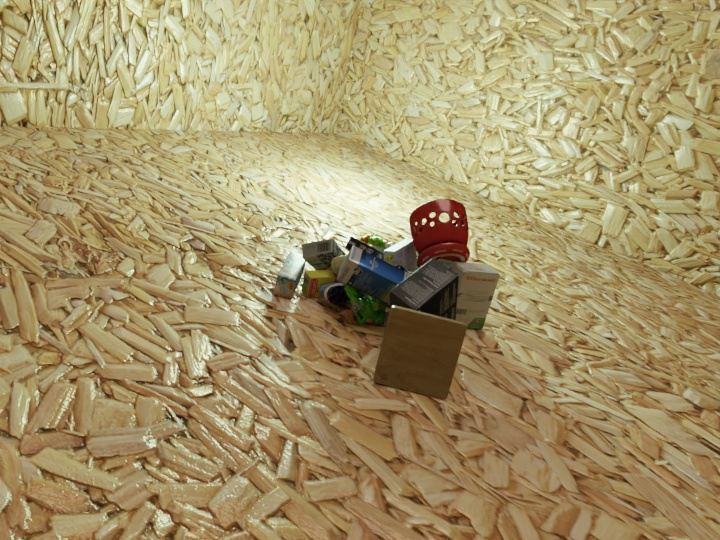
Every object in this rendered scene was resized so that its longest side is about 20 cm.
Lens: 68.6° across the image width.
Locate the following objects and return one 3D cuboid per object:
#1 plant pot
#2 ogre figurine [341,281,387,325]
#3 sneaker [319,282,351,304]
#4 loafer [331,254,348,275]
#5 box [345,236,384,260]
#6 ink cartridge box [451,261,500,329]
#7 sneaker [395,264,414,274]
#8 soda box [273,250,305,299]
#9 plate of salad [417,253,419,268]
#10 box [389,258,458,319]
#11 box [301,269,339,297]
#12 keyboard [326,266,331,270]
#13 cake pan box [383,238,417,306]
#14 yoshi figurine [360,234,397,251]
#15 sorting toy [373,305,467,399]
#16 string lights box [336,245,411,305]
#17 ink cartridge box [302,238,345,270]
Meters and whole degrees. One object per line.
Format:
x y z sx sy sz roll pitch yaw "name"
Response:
0.266 -0.106 1.738 0.194 0.201 0.188 5 61 -22 "plant pot"
0.019 0.093 1.598 0.096 0.201 0.123 -22 50 11 "ogre figurine"
-0.043 0.067 1.665 0.196 0.078 0.076 9 4 -42 "sneaker"
0.000 0.000 1.679 0.195 0.078 0.068 14 -22 -33 "loafer"
0.050 -0.029 1.836 0.158 0.044 0.200 29 -10 27 "box"
0.349 0.080 1.712 0.141 0.206 0.085 5 23 -22 "ink cartridge box"
0.149 0.027 1.591 0.194 0.141 0.080 -15 51 17 "sneaker"
-0.222 0.012 1.683 0.062 0.070 0.201 16 24 -3 "soda box"
0.236 -0.020 1.967 0.200 0.048 0.201 46 13 -14 "plate of salad"
0.178 0.108 1.481 0.180 0.205 0.103 -34 48 -30 "box"
-0.091 0.040 1.699 0.195 0.077 0.050 0 27 -34 "box"
-0.038 0.002 1.777 0.197 0.055 0.011 14 54 -53 "keyboard"
0.140 0.003 1.776 0.051 0.191 0.199 7 19 27 "cake pan box"
0.074 -0.067 1.971 0.110 0.116 0.197 14 3 -44 "yoshi figurine"
0.148 0.199 1.342 0.193 0.205 0.070 13 14 -2 "sorting toy"
0.040 0.020 1.520 0.195 0.103 0.060 26 49 -10 "string lights box"
-0.108 -0.036 1.759 0.105 0.052 0.200 -8 -23 15 "ink cartridge box"
